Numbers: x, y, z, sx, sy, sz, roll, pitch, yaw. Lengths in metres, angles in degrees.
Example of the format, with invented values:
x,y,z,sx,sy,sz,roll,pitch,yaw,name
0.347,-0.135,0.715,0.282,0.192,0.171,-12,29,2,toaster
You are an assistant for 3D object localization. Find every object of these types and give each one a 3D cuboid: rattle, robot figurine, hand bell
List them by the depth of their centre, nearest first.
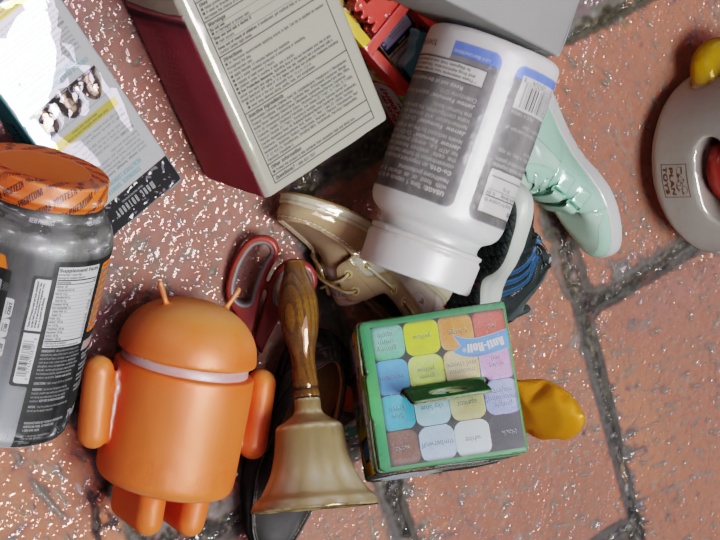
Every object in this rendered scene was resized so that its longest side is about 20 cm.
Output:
x,y,z,sx,sy,sz,roll,pitch,yaw,name
-0.145,0.108,1.344,0.143,0.117,0.201,12,97,5,robot figurine
-0.045,0.092,1.355,0.104,0.104,0.201,1,78,-33,hand bell
0.071,0.130,1.480,0.199,0.143,0.131,11,110,-40,rattle

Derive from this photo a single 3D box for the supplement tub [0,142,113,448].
x,y,z,sx,sy,sz,roll,pitch,yaw,name
-0.251,0.017,1.228,0.122,0.122,0.201,5,110,-34,supplement tub

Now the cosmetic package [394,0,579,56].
x,y,z,sx,sy,sz,roll,pitch,yaw,name
0.071,-0.243,1.323,0.199,0.107,0.091,23,88,-32,cosmetic package

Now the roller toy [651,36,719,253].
x,y,z,sx,sy,sz,roll,pitch,yaw,name
0.375,-0.108,1.617,0.200,0.139,0.183,36,71,-32,roller toy

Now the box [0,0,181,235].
x,y,z,sx,sy,sz,roll,pitch,yaw,name
-0.226,-0.124,1.273,0.082,0.049,0.200,-41,120,-17,box

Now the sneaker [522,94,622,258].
x,y,z,sx,sy,sz,roll,pitch,yaw,name
0.152,-0.070,1.517,0.118,0.074,0.201,-42,111,-25,sneaker

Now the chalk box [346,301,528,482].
x,y,z,sx,sy,sz,roll,pitch,yaw,name
0.060,0.098,1.364,0.124,0.200,0.125,-7,80,-6,chalk box

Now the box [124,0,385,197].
x,y,z,sx,sy,sz,roll,pitch,yaw,name
-0.088,-0.178,1.315,0.128,0.109,0.201,-34,117,-22,box

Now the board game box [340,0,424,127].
x,y,z,sx,sy,sz,roll,pitch,yaw,name
0.053,-0.223,1.434,0.152,0.046,0.200,-45,121,-16,board game box

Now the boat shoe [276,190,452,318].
x,y,z,sx,sy,sz,roll,pitch,yaw,name
0.000,0.000,1.437,0.200,0.074,0.069,33,77,-35,boat shoe

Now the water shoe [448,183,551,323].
x,y,z,sx,sy,sz,roll,pitch,yaw,name
0.129,-0.020,1.481,0.079,0.072,0.200,-23,151,-26,water shoe

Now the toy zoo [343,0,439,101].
x,y,z,sx,sy,sz,roll,pitch,yaw,name
0.042,-0.227,1.385,0.131,0.020,0.200,-52,123,-11,toy zoo

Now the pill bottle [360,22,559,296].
x,y,z,sx,sy,sz,roll,pitch,yaw,name
0.076,-0.088,1.361,0.113,0.114,0.201,19,92,-35,pill bottle

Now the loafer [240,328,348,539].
x,y,z,sx,sy,sz,roll,pitch,yaw,name
-0.057,0.151,1.426,0.072,0.072,0.201,10,98,-12,loafer

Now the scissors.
x,y,z,sx,sy,sz,roll,pitch,yaw,name
-0.100,0.067,1.423,0.073,0.014,0.201,22,104,-10,scissors
